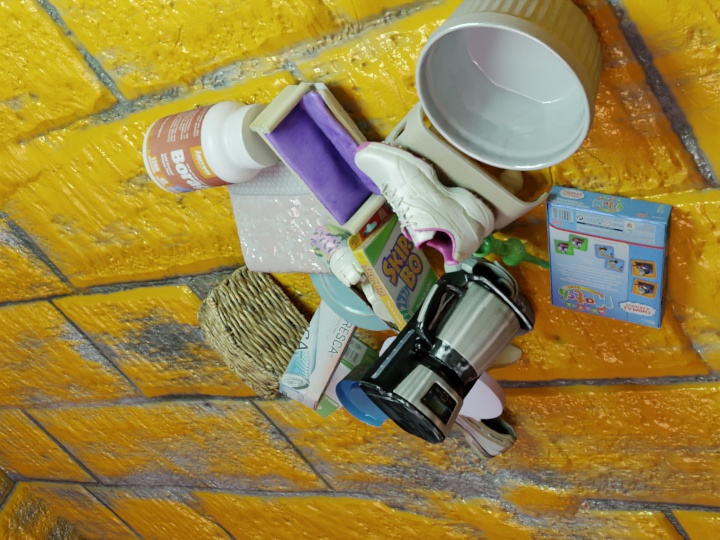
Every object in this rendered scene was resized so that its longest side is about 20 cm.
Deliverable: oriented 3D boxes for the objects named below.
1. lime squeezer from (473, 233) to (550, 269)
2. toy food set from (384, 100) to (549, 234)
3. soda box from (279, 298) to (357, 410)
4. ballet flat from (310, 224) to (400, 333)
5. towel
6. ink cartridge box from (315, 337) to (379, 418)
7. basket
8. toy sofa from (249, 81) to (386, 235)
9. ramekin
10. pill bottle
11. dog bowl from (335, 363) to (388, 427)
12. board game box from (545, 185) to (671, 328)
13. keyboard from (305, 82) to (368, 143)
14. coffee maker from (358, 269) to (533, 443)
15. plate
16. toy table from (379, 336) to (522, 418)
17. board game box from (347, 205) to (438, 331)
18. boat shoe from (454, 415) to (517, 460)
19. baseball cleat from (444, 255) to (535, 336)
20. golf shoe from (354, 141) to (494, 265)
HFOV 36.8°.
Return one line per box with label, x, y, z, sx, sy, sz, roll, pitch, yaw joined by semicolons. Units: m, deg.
lime squeezer;0.173;-0.034;1.420;0.198;0.071;0.038;14;104;-9
toy food set;0.128;-0.127;1.380;0.199;0.061;0.143;37;157;-7
soda box;-0.052;0.108;1.669;0.068;0.201;0.064;25;158;4
ballet flat;0.010;0.016;1.508;0.069;0.071;0.200;-40;108;19
towel;-0.106;-0.082;1.570;0.198;0.032;0.193;3;118;35
ink cartridge box;-0.050;0.179;1.887;0.103;0.060;0.200;35;145;-8
basket;-0.182;0.116;1.790;0.200;0.143;0.149;49;144;2
toy sofa;-0.045;-0.145;1.423;0.200;0.083;0.097;49;166;-27
ramekin;0.169;-0.217;1.181;0.198;0.106;0.201;20;145;15
pill bottle;-0.201;-0.173;1.500;0.198;0.113;0.113;-5;133;42
dog bowl;0.054;0.204;1.735;0.198;0.050;0.112;7;137;36
board game box;0.317;-0.015;1.390;0.150;0.037;0.201;12;141;22
keyboard;-0.005;-0.171;1.437;0.200;0.011;0.056;51;169;-27
coffee maker;0.105;0.115;1.405;0.134;0.200;0.192;39;167;3
plate;0.000;0.000;1.585;0.198;0.026;0.203;14;119;26
toy table;0.140;0.123;1.625;0.199;0.118;0.184;34;145;-8
board game box;0.062;0.014;1.500;0.030;0.096;0.201;-15;113;49
boat shoe;0.179;0.224;1.776;0.068;0.075;0.200;-32;113;31
baseball cleat;0.193;0.043;1.485;0.199;0.070;0.106;37;177;-35
golf shoe;0.069;-0.084;1.348;0.199;0.092;0.075;33;159;4
